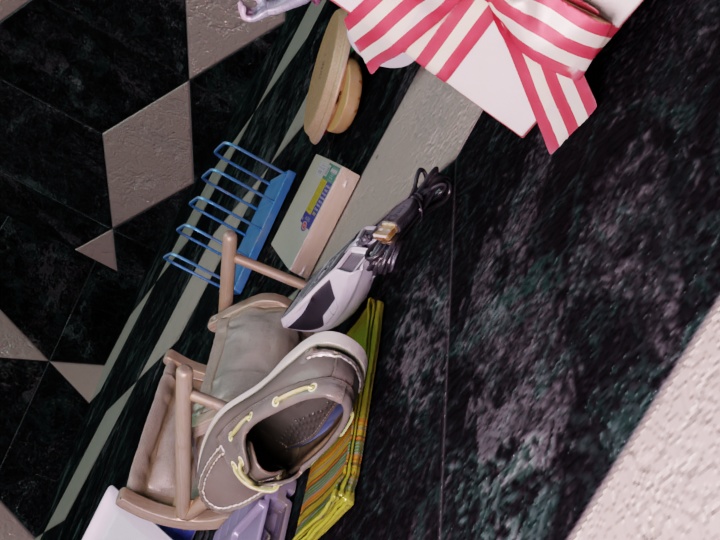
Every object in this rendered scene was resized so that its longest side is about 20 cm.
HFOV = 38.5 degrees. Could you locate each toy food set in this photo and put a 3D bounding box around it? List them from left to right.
[{"bbox_3d":[-0.032,-0.271,1.417,0.200,0.048,0.202,142,140,-72],"label":"toy food set"}]

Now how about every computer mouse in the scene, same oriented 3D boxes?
[{"bbox_3d":[0.000,0.000,0.858,0.200,0.044,0.110,-43,11,48],"label":"computer mouse"}]

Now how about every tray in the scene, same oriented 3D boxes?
[{"bbox_3d":[-0.234,0.311,1.069,0.198,0.022,0.109,22,84,48],"label":"tray"}]

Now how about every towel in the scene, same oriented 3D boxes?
[{"bbox_3d":[-0.018,0.116,0.805,0.086,0.018,0.202,-50,19,39],"label":"towel"}]

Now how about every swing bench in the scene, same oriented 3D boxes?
[{"bbox_3d":[-0.123,0.112,0.971,0.201,0.128,0.201,-82,19,-50],"label":"swing bench"}]

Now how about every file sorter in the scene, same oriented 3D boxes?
[{"bbox_3d":[-0.206,-0.081,1.593,0.203,0.121,0.138,-65,15,-9],"label":"file sorter"}]

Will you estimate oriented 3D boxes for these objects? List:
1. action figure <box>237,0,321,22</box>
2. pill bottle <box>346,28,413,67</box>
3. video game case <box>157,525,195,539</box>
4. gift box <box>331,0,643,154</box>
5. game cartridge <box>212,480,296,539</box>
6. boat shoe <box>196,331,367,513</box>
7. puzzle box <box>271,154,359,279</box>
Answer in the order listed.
[{"bbox_3d":[-0.044,-0.240,0.658,0.147,0.137,0.199,-6,12,40],"label":"action figure"},{"bbox_3d":[0.052,-0.328,1.139,0.113,0.111,0.203,-38,29,58],"label":"pill bottle"},{"bbox_3d":[-0.208,0.248,1.186,0.203,0.045,0.181,-66,14,-10],"label":"video game case"},{"bbox_3d":[0.097,-0.204,0.658,0.201,0.182,0.188,-57,5,45],"label":"gift box"},{"bbox_3d":[-0.108,0.273,0.819,0.130,0.038,0.202,-46,22,38],"label":"game cartridge"},{"bbox_3d":[-0.068,0.127,0.776,0.202,0.071,0.061,-47,19,31],"label":"boat shoe"},{"bbox_3d":[-0.059,-0.070,1.250,0.135,0.025,0.200,-62,15,4],"label":"puzzle box"}]
